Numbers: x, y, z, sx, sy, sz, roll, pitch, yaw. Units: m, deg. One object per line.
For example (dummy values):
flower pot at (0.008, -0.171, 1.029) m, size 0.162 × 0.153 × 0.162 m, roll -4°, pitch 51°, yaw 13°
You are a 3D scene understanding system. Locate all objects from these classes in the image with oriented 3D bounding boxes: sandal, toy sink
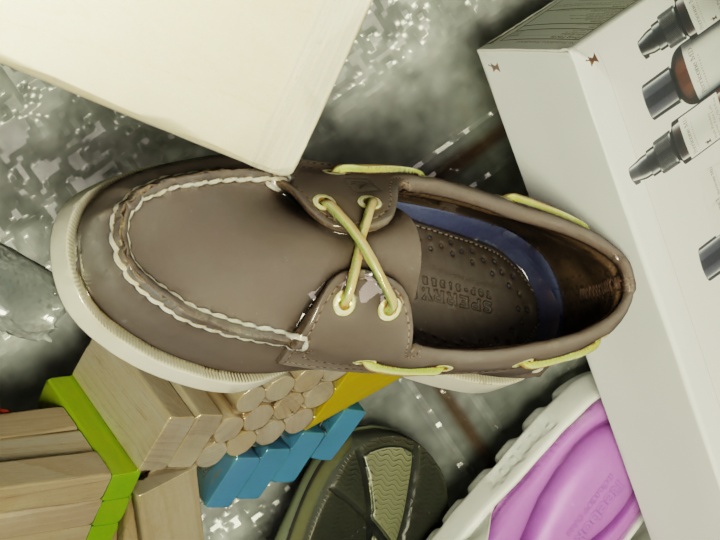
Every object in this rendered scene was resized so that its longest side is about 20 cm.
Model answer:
sandal at (0.048, 0.125, 0.829) m, size 0.082 × 0.050 × 0.203 m, roll 33°, pitch 83°, yaw -34°
toy sink at (-0.100, -0.121, 0.702) m, size 0.199 × 0.130 × 0.113 m, roll 22°, pitch 101°, yaw -19°
sandal at (-0.034, 0.146, 0.843) m, size 0.080 × 0.057 × 0.202 m, roll 35°, pitch 79°, yaw -38°

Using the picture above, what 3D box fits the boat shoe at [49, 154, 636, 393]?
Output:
boat shoe at (0.000, 0.000, 0.727) m, size 0.199 × 0.059 × 0.072 m, roll 10°, pitch 69°, yaw -42°

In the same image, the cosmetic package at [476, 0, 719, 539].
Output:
cosmetic package at (0.113, -0.002, 0.816) m, size 0.082 × 0.051 × 0.201 m, roll -34°, pitch 114°, yaw -29°

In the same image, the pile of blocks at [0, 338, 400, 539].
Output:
pile of blocks at (-0.062, 0.043, 0.798) m, size 0.199 × 0.062 × 0.082 m, roll -24°, pitch 143°, yaw -22°

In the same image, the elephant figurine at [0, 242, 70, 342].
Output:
elephant figurine at (-0.206, 0.047, 0.723) m, size 0.141 × 0.155 × 0.201 m, roll 28°, pitch 91°, yaw -22°
